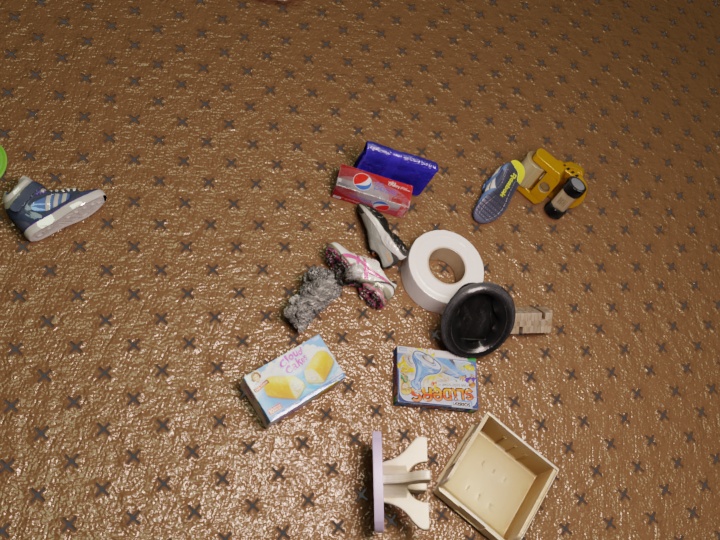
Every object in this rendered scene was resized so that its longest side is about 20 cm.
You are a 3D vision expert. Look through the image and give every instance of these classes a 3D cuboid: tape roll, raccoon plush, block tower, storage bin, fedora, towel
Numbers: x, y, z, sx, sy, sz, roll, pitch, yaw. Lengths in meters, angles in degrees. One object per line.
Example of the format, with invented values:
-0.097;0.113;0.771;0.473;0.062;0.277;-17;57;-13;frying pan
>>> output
0.204;0.004;1.789;0.200;0.071;0.204;7;63;-14;tape roll
-0.095;0.053;1.614;0.097;0.200;0.134;40;47;-9;raccoon plush
0.383;0.123;1.780;0.198;0.054;0.058;-2;104;-17;block tower
0.294;0.461;1.578;0.200;0.094;0.199;39;60;4;storage bin
0.266;0.102;1.685;0.199;0.202;0.092;7;26;-13;fedora
0.086;-0.256;1.838;0.198;0.148;0.050;15;70;-10;towel

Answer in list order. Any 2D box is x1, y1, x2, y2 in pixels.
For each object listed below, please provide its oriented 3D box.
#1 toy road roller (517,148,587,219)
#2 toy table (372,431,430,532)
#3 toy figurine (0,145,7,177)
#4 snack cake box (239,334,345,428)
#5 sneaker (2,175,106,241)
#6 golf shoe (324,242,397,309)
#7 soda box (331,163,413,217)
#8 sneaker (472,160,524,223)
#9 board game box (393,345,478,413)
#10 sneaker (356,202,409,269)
0.536;-0.255;1.990;0.200;0.123;0.146;39;46;4;toy road roller
0.083;0.437;1.490;0.116;0.184;0.202;0;76;1;toy table
-0.872;-0.265;1.535;0.149;0.184;0.201;33;61;2;toy figurine
-0.148;0.241;1.570;0.199;0.067;0.115;-28;76;-27;snack cake box
-0.691;-0.170;1.601;0.199;0.081;0.147;-34;82;-22;sneaker
0.000;0.000;1.733;0.200;0.073;0.092;44;55;-4;golf shoe
0.030;-0.203;1.842;0.198;0.063;0.071;17;63;-9;soda box
0.366;-0.209;1.946;0.074;0.082;0.200;43;77;-20;sneaker
0.175;0.255;1.677;0.198;0.035;0.137;7;63;-13;board game box
0.039;-0.090;1.784;0.074;0.079;0.201;17;35;-52;sneaker
